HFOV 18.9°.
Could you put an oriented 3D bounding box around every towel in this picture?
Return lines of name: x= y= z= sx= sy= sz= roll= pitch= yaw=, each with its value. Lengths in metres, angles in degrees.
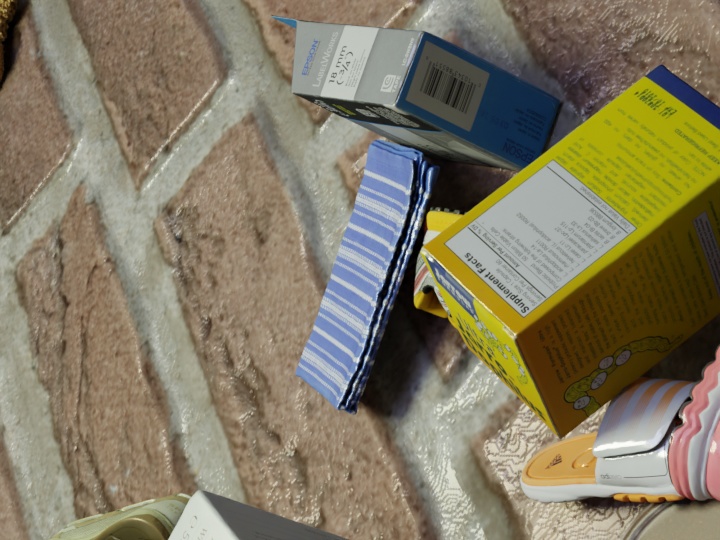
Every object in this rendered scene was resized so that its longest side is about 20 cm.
towel: x=0.000 y=0.000 z=1.639 sx=0.145 sy=0.024 sz=0.201 roll=-150 pitch=78 yaw=-71

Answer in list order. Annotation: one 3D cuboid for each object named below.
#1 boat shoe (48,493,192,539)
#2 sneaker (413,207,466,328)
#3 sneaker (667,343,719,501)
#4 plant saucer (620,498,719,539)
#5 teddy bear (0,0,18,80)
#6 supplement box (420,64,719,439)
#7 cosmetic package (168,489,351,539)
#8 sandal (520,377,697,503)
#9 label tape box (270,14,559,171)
boat shoe: x=-0.208 y=0.233 z=1.785 sx=0.200 sy=0.073 sz=0.063 roll=-31 pitch=4 yaw=42
sneaker: x=0.105 y=0.009 z=1.517 sx=0.200 sy=0.077 sz=0.083 roll=9 pitch=81 yaw=62
sneaker: x=0.255 y=0.051 z=1.263 sx=0.086 sy=0.074 sz=0.201 roll=20 pitch=86 yaw=29
plant saucer: x=0.209 y=0.205 z=1.303 sx=0.200 sy=0.032 sz=0.201 roll=-28 pitch=49 yaw=38
teddy bear: x=-0.414 y=-0.278 z=2.320 sx=0.145 sy=0.067 sz=0.201 roll=-5 pitch=66 yaw=52
supplement box: x=0.157 y=-0.013 z=1.353 sx=0.200 sy=0.110 sz=0.109 roll=-37 pitch=45 yaw=-8
cosmetic package: x=-0.050 y=0.283 z=1.465 sx=0.166 sy=0.164 sz=0.200 roll=-60 pitch=37 yaw=9
sandal: x=0.166 y=0.105 z=1.365 sx=0.206 sy=0.059 sz=0.079 roll=-16 pitch=25 yaw=47
label tape box: x=0.029 y=-0.133 z=1.624 sx=0.199 sy=0.144 sz=0.064 roll=14 pitch=83 yaw=54
